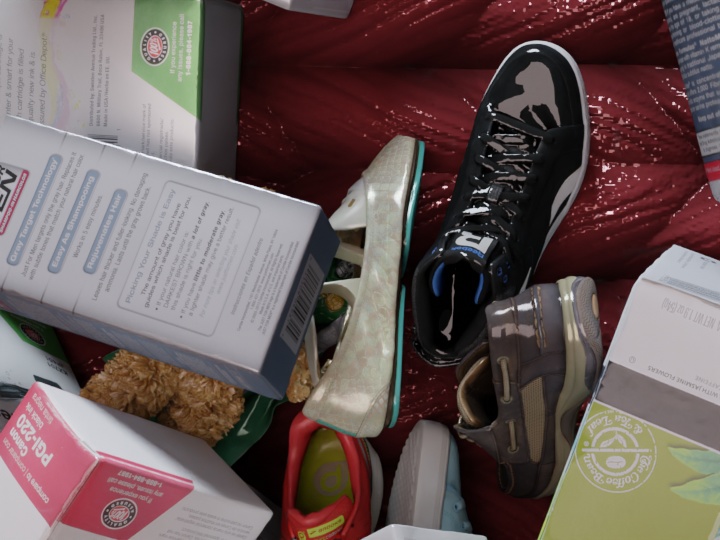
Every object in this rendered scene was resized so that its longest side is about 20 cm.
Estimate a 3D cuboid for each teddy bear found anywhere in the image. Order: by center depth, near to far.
[{"bbox_3d":[-0.095,0.046,0.986,0.200,0.067,0.145,-41,101,1],"label":"teddy bear"}]

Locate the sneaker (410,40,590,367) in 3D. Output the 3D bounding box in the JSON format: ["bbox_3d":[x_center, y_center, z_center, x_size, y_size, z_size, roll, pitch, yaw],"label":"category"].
[{"bbox_3d":[0.083,-0.035,0.969,0.072,0.112,0.202,16,100,13],"label":"sneaker"}]

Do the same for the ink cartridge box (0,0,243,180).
[{"bbox_3d":[-0.182,-0.104,1.055,0.198,0.087,0.147,4,96,14],"label":"ink cartridge box"}]

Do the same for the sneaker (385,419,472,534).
[{"bbox_3d":[0.059,0.194,1.030,0.081,0.074,0.202,2,92,-13],"label":"sneaker"}]

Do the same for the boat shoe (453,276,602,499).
[{"bbox_3d":[0.089,0.068,0.949,0.072,0.201,0.075,1,53,-3],"label":"boat shoe"}]

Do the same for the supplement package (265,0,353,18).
[{"bbox_3d":[-0.093,-0.244,0.999,0.199,0.120,0.122,23,102,13],"label":"supplement package"}]

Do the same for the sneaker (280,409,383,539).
[{"bbox_3d":[-0.024,0.174,0.992,0.076,0.085,0.202,-10,60,7],"label":"sneaker"}]

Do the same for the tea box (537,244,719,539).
[{"bbox_3d":[0.188,0.106,0.905,0.133,0.200,0.198,21,100,13],"label":"tea box"}]

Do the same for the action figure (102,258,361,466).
[{"bbox_3d":[-0.067,0.046,1.055,0.200,0.055,0.119,-39,81,12],"label":"action figure"}]

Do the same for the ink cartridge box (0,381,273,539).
[{"bbox_3d":[-0.166,0.179,0.917,0.085,0.145,0.201,39,98,42],"label":"ink cartridge box"}]

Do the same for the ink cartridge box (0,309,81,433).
[{"bbox_3d":[-0.235,0.099,1.015,0.083,0.146,0.200,-44,50,12],"label":"ink cartridge box"}]

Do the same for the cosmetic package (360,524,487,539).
[{"bbox_3d":[-0.018,0.223,0.866,0.199,0.081,0.114,-32,58,34],"label":"cosmetic package"}]

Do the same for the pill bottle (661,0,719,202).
[{"bbox_3d":[0.228,-0.148,0.912,0.119,0.120,0.202,-15,91,17],"label":"pill bottle"}]

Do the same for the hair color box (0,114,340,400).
[{"bbox_3d":[-0.123,-0.008,0.925,0.198,0.061,0.100,17,76,15],"label":"hair color box"}]

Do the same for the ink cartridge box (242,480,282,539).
[{"bbox_3d":[-0.118,0.244,1.028,0.144,0.083,0.202,-12,63,17],"label":"ink cartridge box"}]

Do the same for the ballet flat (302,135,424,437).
[{"bbox_3d":[0.000,0.000,0.978,0.062,0.068,0.202,9,62,-5],"label":"ballet flat"}]
